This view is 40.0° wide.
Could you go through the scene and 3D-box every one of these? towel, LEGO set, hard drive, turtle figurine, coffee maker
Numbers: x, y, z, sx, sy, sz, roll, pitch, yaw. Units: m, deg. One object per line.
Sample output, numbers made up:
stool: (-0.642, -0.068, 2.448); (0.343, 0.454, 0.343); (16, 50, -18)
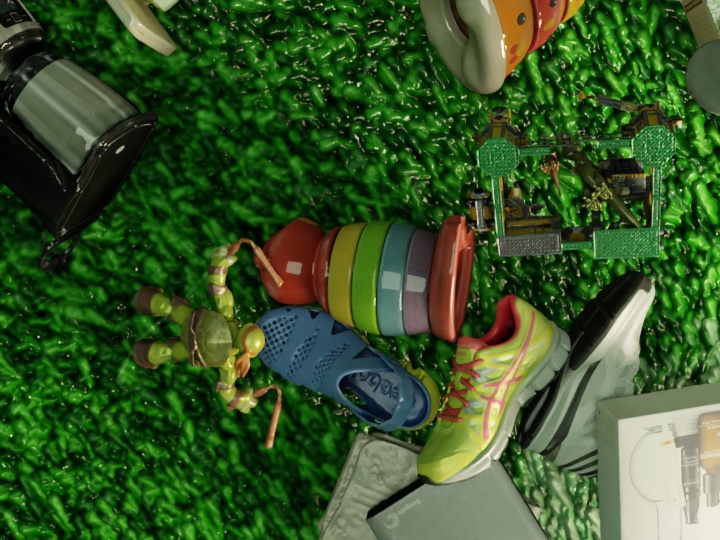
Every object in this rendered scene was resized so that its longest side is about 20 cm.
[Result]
towel: (0.064, 0.250, 0.976); (0.197, 0.034, 0.134); (24, 96, 2)
LEGO set: (0.193, -0.091, 0.894); (0.196, 0.116, 0.156); (-10, 118, 17)
hard drive: (0.114, 0.281, 0.941); (0.138, 0.033, 0.202); (-32, 92, 6)
turtle figurine: (-0.147, 0.071, 0.940); (0.159, 0.064, 0.204); (3, 106, 33)
coffee maker: (-0.324, -0.135, 0.934); (0.199, 0.135, 0.193); (40, 97, 2)

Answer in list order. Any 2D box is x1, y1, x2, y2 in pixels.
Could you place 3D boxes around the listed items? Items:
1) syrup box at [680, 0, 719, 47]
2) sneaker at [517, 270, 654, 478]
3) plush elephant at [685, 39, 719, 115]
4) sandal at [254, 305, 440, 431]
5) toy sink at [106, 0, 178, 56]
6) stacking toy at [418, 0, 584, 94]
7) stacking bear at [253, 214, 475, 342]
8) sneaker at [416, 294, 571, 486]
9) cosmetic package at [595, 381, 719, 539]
syrup box: (0.348, -0.228, 0.895); (0.078, 0.081, 0.203); (-23, 94, 7)
sneaker: (0.245, 0.107, 0.940); (0.114, 0.076, 0.203); (28, 104, -6)
plush elephant: (0.351, -0.158, 0.787); (0.164, 0.200, 0.156); (-38, 74, 12)
sandal: (-0.015, 0.094, 0.946); (0.197, 0.087, 0.081); (23, 97, 5)
toy sink: (-0.210, -0.321, 0.914); (0.111, 0.130, 0.201); (-36, 89, 6)
stacking toy: (0.160, -0.265, 0.900); (0.198, 0.146, 0.148); (-28, 91, -9)
stacking bear: (0.000, 0.000, 0.932); (0.196, 0.121, 0.116); (7, 87, 14)
sneaker: (0.107, 0.106, 0.913); (0.090, 0.078, 0.201); (48, 68, -21)
cosmetic package: (0.317, 0.185, 0.907); (0.196, 0.052, 0.154); (-8, 104, -10)
